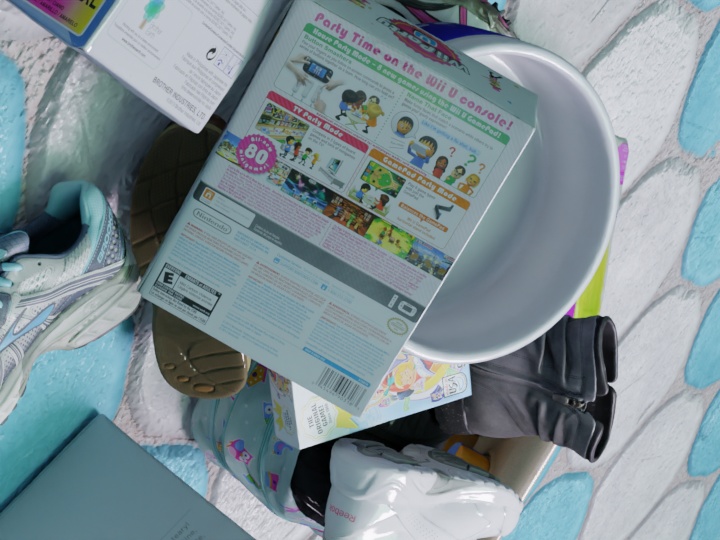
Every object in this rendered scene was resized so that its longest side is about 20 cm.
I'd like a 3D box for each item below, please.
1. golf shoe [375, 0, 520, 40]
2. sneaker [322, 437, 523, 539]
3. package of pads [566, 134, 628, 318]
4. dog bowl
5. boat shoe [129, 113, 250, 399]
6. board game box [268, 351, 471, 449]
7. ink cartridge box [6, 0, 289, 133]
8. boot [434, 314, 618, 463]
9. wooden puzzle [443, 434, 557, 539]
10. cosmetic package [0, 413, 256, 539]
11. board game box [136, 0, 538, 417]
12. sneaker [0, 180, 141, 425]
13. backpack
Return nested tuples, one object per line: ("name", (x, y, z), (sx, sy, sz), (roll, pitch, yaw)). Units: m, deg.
("golf shoe", (0.046, -0.155, 1.317), (0.092, 0.073, 0.200), (-40, 145, 0))
("sneaker", (0.033, 0.171, 1.376), (0.200, 0.078, 0.100), (16, 96, -50))
("package of pads", (0.155, -0.030, 1.530), (0.200, 0.068, 0.155), (-13, 113, -78))
("dog bowl", (0.057, -0.049, 1.250), (0.199, 0.079, 0.201), (-10, 111, -27))
("boat shoe", (-0.097, -0.016, 1.242), (0.068, 0.072, 0.201), (-76, 169, -51))
("board game box", (0.000, 0.000, 1.303), (0.134, 0.034, 0.201), (-16, 110, -27))
("ink cartridge box", (-0.079, -0.187, 1.049), (0.200, 0.076, 0.136), (-54, 155, 0))
("boot", (0.113, 0.029, 1.394), (0.070, 0.131, 0.201), (-41, 128, -49))
("wooden puzzle", (0.100, 0.122, 1.645), (0.186, 0.046, 0.200), (-59, -163, 8))
("cosmetic package", (-0.136, 0.236, 1.300), (0.166, 0.200, 0.168), (-46, 153, -17))
("board game box", (-0.013, -0.042, 1.133), (0.200, 0.147, 0.064), (-59, -175, 22))
("sneaker", (-0.205, 0.021, 1.101), (0.200, 0.077, 0.087), (-45, 141, -36))
("backpack", (-0.025, 0.116, 1.436), (0.200, 0.126, 0.167), (32, 79, -62))
